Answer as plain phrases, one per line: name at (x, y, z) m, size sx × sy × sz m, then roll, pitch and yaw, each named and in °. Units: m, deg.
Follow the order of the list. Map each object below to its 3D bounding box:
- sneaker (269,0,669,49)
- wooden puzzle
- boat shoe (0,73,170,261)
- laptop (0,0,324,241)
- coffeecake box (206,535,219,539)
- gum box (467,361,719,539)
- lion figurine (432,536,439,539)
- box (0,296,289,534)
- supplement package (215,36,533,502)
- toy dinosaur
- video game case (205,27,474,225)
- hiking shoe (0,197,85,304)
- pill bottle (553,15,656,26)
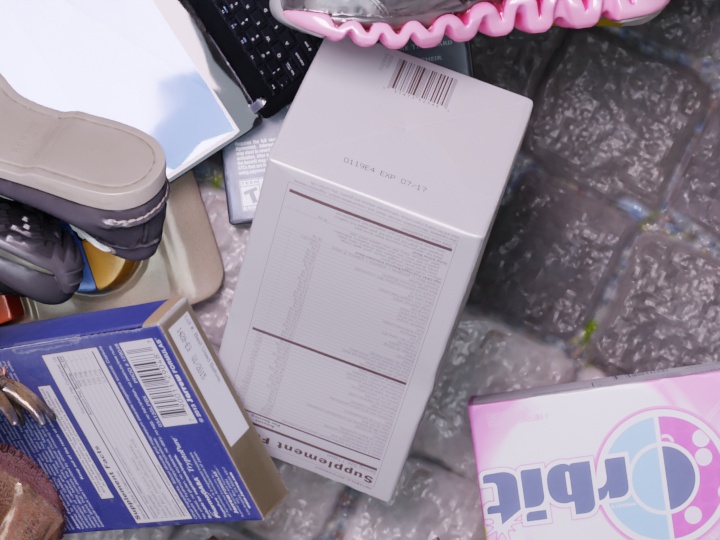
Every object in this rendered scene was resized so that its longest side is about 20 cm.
sneaker at (0.051, -0.158, 1.226) m, size 0.198 × 0.079 × 0.096 m, roll -9°, pitch 103°, yaw -13°
wooden puzzle at (-0.194, -0.045, 1.384) m, size 0.199 × 0.046 × 0.187 m, roll -18°, pitch 91°, yaw 5°
boat shoe at (-0.185, -0.056, 1.315) m, size 0.199 × 0.063 × 0.073 m, roll 20°, pitch 50°, yaw 24°
laptop at (-0.110, -0.145, 1.309) m, size 0.200 × 0.103 × 0.178 m, roll -32°, pitch 92°, yaw 49°
coffeecake box at (-0.122, 0.248, 1.338) m, size 0.073 × 0.154 × 0.200 m, roll 38°, pitch 95°, yaw 2°
gum box at (0.162, 0.111, 1.354) m, size 0.198 × 0.066 × 0.115 m, roll -8°, pitch 91°, yaw 4°
lion figurine at (0.036, 0.248, 1.346) m, size 0.122 × 0.072 × 0.201 m, roll 41°, pitch 124°, yaw 23°
box at (-0.141, 0.081, 1.340) m, size 0.199 × 0.032 × 0.122 m, roll -10°, pitch 116°, yaw 40°
supplement package at (0.000, 0.000, 1.291) m, size 0.113 × 0.110 × 0.201 m, roll 21°, pitch 134°, yaw 3°
toy dinosaur at (-0.198, 0.113, 1.329) m, size 0.136 × 0.200 × 0.086 m, roll -46°, pitch 44°, yaw -7°
video game case at (-0.013, -0.133, 1.381) m, size 0.142 × 0.019 × 0.202 m, roll -7°, pitch 91°, yaw 4°
hiking shoe at (-0.240, 0.001, 1.346) m, size 0.198 × 0.076 × 0.101 m, roll 14°, pitch 108°, yaw 14°
pill bottle at (0.103, -0.182, 1.317) m, size 0.198 × 0.111 × 0.112 m, roll -1°, pitch 93°, yaw -7°
